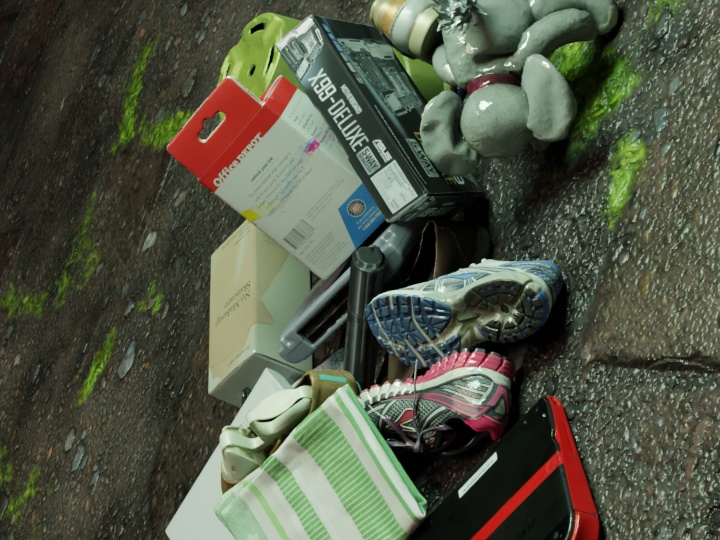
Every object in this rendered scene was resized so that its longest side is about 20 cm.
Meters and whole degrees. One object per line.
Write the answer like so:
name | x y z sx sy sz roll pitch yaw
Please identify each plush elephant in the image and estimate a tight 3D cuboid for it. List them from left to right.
plush elephant | 0.134 -0.168 1.631 0.165 0.200 0.155 -8 88 34

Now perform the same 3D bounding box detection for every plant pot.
plant pot | -0.039 -0.170 1.838 0.200 0.190 0.200 -35 44 44

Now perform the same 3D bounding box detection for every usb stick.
usb stick | 0.001 0.074 1.701 0.055 0.033 0.200 -105 19 -66

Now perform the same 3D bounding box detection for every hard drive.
hard drive | -0.113 0.210 1.780 0.200 0.027 0.132 -58 34 8

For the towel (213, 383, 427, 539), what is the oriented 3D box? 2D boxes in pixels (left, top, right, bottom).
towel | -0.037 0.219 1.635 0.200 0.023 0.153 -46 69 29

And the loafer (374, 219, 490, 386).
loafer | 0.051 0.039 1.687 0.073 0.071 0.200 8 75 61

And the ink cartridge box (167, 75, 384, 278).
ink cartridge box | -0.071 -0.101 1.728 0.116 0.200 0.067 -45 11 32

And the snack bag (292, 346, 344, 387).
snack bag | -0.071 0.199 1.829 0.200 0.021 0.189 -39 38 40

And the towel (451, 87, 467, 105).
towel | 0.041 -0.139 1.899 0.200 0.024 0.147 15 83 62

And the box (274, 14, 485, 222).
box | 0.021 -0.139 1.676 0.050 0.158 0.200 -36 78 21

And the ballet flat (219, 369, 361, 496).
ballet flat | -0.085 0.155 1.691 0.200 0.072 0.068 -41 45 29

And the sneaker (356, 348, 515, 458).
sneaker | 0.054 0.135 1.600 0.200 0.081 0.075 -33 44 45

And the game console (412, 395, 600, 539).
game console | 0.116 0.223 1.484 0.200 0.031 0.177 -49 26 26

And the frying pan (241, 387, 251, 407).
frying pan | -0.103 0.208 1.815 0.115 0.031 0.190 -59 30 8

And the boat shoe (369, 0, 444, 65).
boat shoe | 0.070 -0.236 1.750 0.068 0.200 0.075 30 96 18

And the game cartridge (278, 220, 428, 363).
game cartridge | 0.000 0.000 1.792 0.200 0.041 0.133 -44 12 39

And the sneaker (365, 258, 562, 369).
sneaker | 0.096 0.032 1.600 0.200 0.077 0.085 -9 20 38

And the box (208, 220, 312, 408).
box | -0.108 0.048 1.951 0.095 0.078 0.200 -43 35 35
